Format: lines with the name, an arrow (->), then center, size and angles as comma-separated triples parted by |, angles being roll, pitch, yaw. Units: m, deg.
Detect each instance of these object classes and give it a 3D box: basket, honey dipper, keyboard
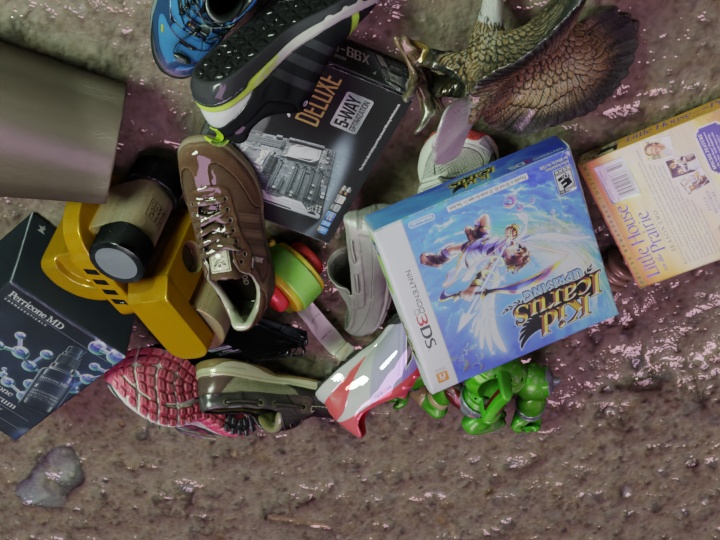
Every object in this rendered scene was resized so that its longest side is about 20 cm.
basket -> -0.319, -0.135, 1.337 | 0.198, 0.137, 0.181 | 10, 135, -11
honey dipper -> 0.295, -0.041, 1.450 | 0.038, 0.038, 0.200 | 27, 127, -21
keyboard -> -0.137, 0.071, 1.567 | 0.199, 0.040, 0.104 | -14, 150, 43

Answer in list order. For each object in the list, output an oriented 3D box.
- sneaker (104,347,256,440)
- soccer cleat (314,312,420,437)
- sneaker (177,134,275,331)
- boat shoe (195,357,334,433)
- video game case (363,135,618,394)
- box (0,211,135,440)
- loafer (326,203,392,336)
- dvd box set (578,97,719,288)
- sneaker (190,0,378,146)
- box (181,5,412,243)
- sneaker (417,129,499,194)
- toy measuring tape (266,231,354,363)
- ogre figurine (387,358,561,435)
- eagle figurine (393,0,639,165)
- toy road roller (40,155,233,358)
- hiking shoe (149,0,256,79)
sneaker -> -0.201, 0.142, 1.603 | 0.074, 0.081, 0.199 | -10, 153, 40
soccer cleat -> 0.044, 0.088, 1.516 | 0.200, 0.068, 0.073 | -41, 81, 13
sneaker -> -0.122, -0.032, 1.383 | 0.070, 0.076, 0.201 | -10, 128, 13
boat shoe -> -0.093, 0.146, 1.607 | 0.199, 0.065, 0.073 | 16, 159, -29
video game case -> 0.125, -0.003, 1.379 | 0.199, 0.045, 0.182 | -23, 116, -4
box -> -0.352, 0.062, 1.541 | 0.148, 0.108, 0.200 | 37, 125, -27
loafer -> 0.000, 0.000, 1.473 | 0.069, 0.070, 0.201 | 5, 143, -7
dvd box set -> 0.324, -0.079, 1.384 | 0.199, 0.029, 0.147 | -22, 110, 24
sneaker -> -0.062, -0.179, 1.260 | 0.200, 0.072, 0.083 | -37, 132, -17
box -> -0.060, -0.132, 1.373 | 0.157, 0.050, 0.200 | 21, 132, -14
sneaker -> 0.086, -0.053, 1.417 | 0.077, 0.083, 0.201 | 8, 133, -4
toy measuring tape -> -0.052, 0.033, 1.512 | 0.073, 0.074, 0.200 | -21, 126, 23
ogre figurine -> 0.128, 0.125, 1.579 | 0.199, 0.098, 0.120 | 32, 141, -10
eagle figurine -> 0.134, -0.185, 1.260 | 0.198, 0.152, 0.152 | -6, 114, 16
toy road roller -> -0.220, -0.009, 1.462 | 0.145, 0.123, 0.200 | -10, 134, 33
hiking shoe -> -0.132, -0.232, 1.256 | 0.074, 0.087, 0.200 | 22, 132, -16
